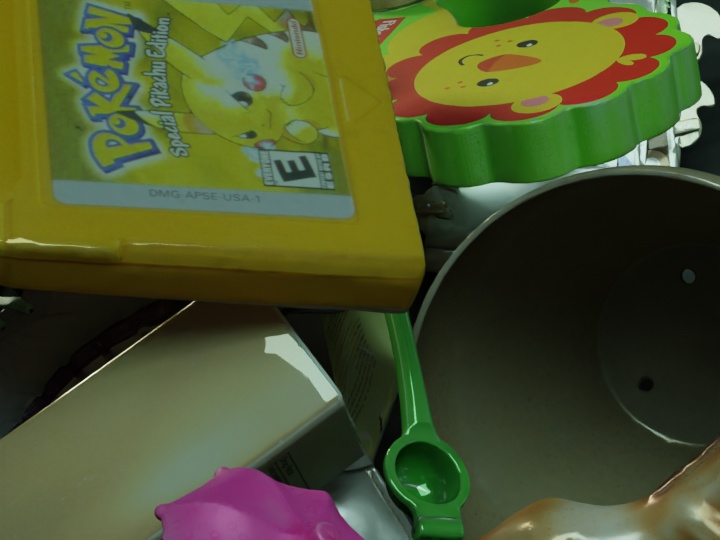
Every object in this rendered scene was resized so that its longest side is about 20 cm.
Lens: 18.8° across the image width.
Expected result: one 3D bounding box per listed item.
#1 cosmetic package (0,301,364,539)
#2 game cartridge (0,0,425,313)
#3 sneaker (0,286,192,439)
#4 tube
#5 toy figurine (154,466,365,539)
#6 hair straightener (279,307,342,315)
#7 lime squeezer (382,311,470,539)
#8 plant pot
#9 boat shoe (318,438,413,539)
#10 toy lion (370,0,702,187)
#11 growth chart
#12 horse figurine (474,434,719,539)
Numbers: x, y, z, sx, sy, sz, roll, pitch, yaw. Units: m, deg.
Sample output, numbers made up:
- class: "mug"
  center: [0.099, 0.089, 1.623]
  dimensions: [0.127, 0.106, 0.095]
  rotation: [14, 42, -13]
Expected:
- class: "cosmetic package"
  center: [-0.100, 0.094, 0.862]
  dimensions: [0.200, 0.105, 0.071]
  rotation: [-36, 74, -7]
- class: "game cartridge"
  center: [-0.084, -0.063, 0.843]
  dimensions: [0.199, 0.032, 0.177]
  rotation: [5, 47, -18]
- class: "sneaker"
  center: [-0.148, 0.019, 0.902]
  dimensions: [0.074, 0.088, 0.200]
  rotation: [15, 45, 45]
- class: "tube"
  center: [0.000, 0.000, 1.021]
  dimensions: [0.052, 0.058, 0.200]
  rotation: [-25, 43, 16]
- class: "toy figurine"
  center: [-0.055, 0.157, 0.779]
  dimensions: [0.199, 0.185, 0.150]
  rotation: [4, 23, 16]
- class: "hair straightener"
  center: [-0.051, -0.031, 1.043]
  dimensions: [0.041, 0.077, 0.200]
  rotation: [9, 30, -32]
- class: "lime squeezer"
  center: [0.022, 0.100, 0.862]
  dimensions: [0.038, 0.071, 0.201]
  rotation: [3, 86, -7]
- class: "plant pot"
  center: [0.132, 0.046, 0.927]
  dimensions: [0.200, 0.201, 0.134]
  rotation: [20, 17, 14]
- class: "boat shoe"
  center: [-0.037, 0.078, 0.946]
  dimensions: [0.071, 0.069, 0.200]
  rotation: [-30, 57, -25]
- class: "toy lion"
  center: [0.060, -0.089, 0.969]
  dimensions: [0.191, 0.069, 0.200]
  rotation: [-3, 26, 23]
- class: "growth chart"
  center: [0.102, -0.079, 1.084]
  dimensions: [0.144, 0.018, 0.201]
  rotation: [12, 70, 4]
- class: "horse figurine"
  center: [0.103, 0.130, 0.857]
  dimensions: [0.199, 0.133, 0.050]
  rotation: [-11, 15, 18]
